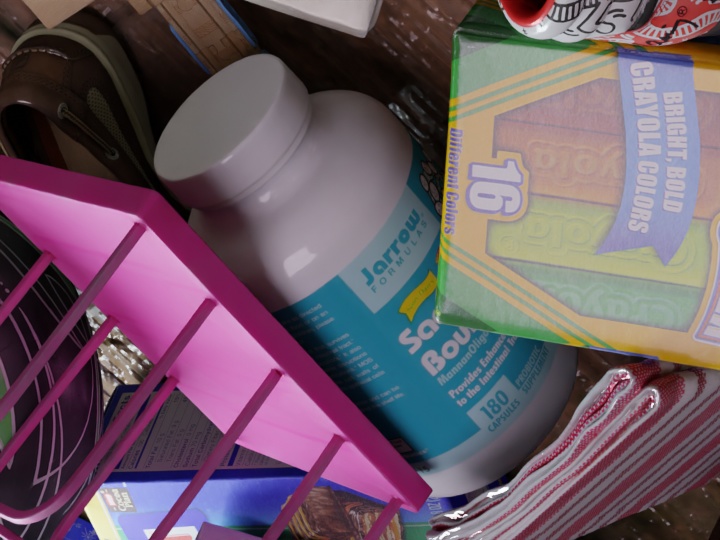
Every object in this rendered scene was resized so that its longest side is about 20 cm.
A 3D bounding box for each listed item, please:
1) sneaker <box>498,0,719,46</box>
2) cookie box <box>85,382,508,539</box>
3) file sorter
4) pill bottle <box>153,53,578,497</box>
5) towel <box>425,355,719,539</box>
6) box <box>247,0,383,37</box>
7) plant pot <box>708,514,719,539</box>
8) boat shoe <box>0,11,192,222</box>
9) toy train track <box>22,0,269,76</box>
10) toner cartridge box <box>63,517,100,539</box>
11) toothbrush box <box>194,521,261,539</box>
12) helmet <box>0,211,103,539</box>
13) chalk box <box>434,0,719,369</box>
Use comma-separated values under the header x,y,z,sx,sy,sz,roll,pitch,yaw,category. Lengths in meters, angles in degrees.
x,y,z,sx,sy,sz,roll,pitch,yaw,category
0.087,-0.176,0.671,0.067,0.107,0.204,20,115,59,sneaker
-0.023,0.141,1.026,0.198,0.076,0.172,-4,128,23,cookie box
-0.098,0.069,0.834,0.138,0.126,0.200,15,153,50,file sorter
0.000,0.000,0.865,0.110,0.111,0.200,-22,127,32,pill bottle
0.133,0.065,0.858,0.146,0.199,0.030,-48,66,39,towel
-0.079,-0.162,0.761,0.198,0.095,0.078,17,107,-8,box
0.258,0.153,0.853,0.197,0.201,0.201,29,131,-6,plant pot
-0.114,-0.016,0.933,0.074,0.075,0.203,-13,122,28,boat shoe
-0.070,-0.117,0.868,0.114,0.033,0.200,-27,121,22,toy train track
-0.198,0.172,1.135,0.198,0.043,0.095,25,130,-1,toner cartridge box
0.000,0.222,0.979,0.198,0.086,0.147,13,136,6,toothbrush box
-0.215,0.056,0.948,0.189,0.201,0.201,7,131,-4,helmet
0.140,-0.042,0.775,0.198,0.124,0.126,8,115,14,chalk box
